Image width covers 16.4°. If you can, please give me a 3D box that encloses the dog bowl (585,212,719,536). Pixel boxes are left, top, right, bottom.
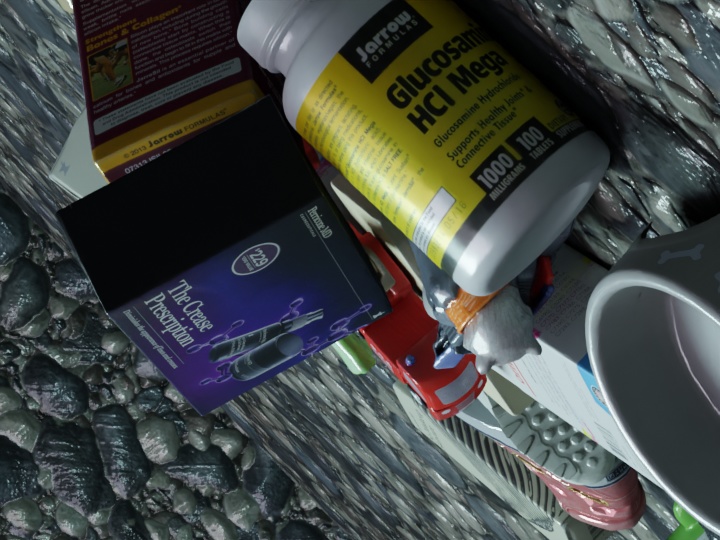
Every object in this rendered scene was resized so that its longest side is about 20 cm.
[{"bbox_3d":[0.197,0.062,1.307,0.200,0.059,0.200,43,153,29],"label":"dog bowl"}]

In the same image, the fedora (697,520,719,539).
[{"bbox_3d":[0.262,0.153,1.433,0.201,0.092,0.201,44,170,10],"label":"fedora"}]

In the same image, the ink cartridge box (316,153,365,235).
[{"bbox_3d":[-0.044,-0.084,1.757,0.200,0.085,0.145,49,169,-20],"label":"ink cartridge box"}]

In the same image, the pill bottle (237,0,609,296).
[{"bbox_3d":[0.031,-0.090,1.372,0.200,0.112,0.112,43,169,11],"label":"pill bottle"}]

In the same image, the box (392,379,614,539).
[{"bbox_3d":[0.122,0.140,1.996,0.200,0.068,0.082,38,167,34],"label":"box"}]

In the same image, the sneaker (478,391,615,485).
[{"bbox_3d":[0.120,0.082,1.809,0.200,0.076,0.081,49,178,30],"label":"sneaker"}]

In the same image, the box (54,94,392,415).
[{"bbox_3d":[-0.075,-0.004,1.467,0.079,0.141,0.200,59,-179,23],"label":"box"}]

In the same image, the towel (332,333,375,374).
[{"bbox_3d":[-0.066,-0.007,1.739,0.200,0.031,0.149,48,-177,-3],"label":"towel"}]

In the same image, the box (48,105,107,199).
[{"bbox_3d":[-0.134,-0.069,1.956,0.200,0.095,0.078,22,-171,-45],"label":"box"}]

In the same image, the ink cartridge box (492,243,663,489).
[{"bbox_3d":[0.140,0.046,1.580,0.200,0.068,0.115,34,163,46],"label":"ink cartridge box"}]

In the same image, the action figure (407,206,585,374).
[{"bbox_3d":[0.043,-0.013,1.506,0.194,0.105,0.200,58,143,28],"label":"action figure"}]

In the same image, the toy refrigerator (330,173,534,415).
[{"bbox_3d":[0.068,0.000,1.691,0.200,0.070,0.076,55,172,-34],"label":"toy refrigerator"}]

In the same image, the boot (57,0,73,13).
[{"bbox_3d":[-0.239,-0.294,1.832,0.200,0.072,0.167,-124,14,-59],"label":"boot"}]

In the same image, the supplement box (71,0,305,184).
[{"bbox_3d":[-0.109,-0.129,1.554,0.086,0.110,0.200,57,-165,-45],"label":"supplement box"}]

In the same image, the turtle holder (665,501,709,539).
[{"bbox_3d":[0.238,0.244,1.641,0.132,0.186,0.141,35,171,-18],"label":"turtle holder"}]

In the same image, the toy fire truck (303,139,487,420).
[{"bbox_3d":[0.000,0.000,1.623,0.200,0.049,0.141,48,174,21],"label":"toy fire truck"}]

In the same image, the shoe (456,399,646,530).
[{"bbox_3d":[0.132,0.123,1.885,0.200,0.071,0.091,32,158,37],"label":"shoe"}]
